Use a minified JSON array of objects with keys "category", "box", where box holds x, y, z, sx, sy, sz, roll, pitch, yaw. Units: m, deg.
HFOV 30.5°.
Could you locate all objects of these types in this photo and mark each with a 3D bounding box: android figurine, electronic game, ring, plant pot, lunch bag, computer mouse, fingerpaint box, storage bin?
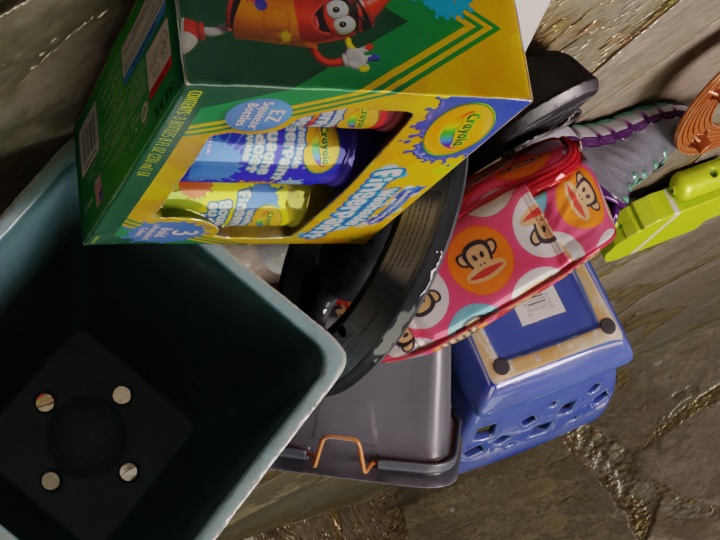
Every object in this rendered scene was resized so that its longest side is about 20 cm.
[{"category":"android figurine","box":[0.330,-0.063,1.426,0.197,0.042,0.182,-19,166,-17]},{"category":"electronic game","box":[0.004,-0.019,0.812,0.041,0.202,0.200,24,144,-21]},{"category":"ring","box":[0.336,-0.156,1.050,0.199,0.019,0.201,-31,161,-12]},{"category":"plant pot","box":[0.138,0.057,1.276,0.197,0.202,0.180,-17,159,-17]},{"category":"lunch bag","box":[0.079,-0.018,0.926,0.198,0.083,0.176,-29,-173,11]},{"category":"computer mouse","box":[0.089,-0.102,0.906,0.139,0.047,0.200,-28,178,4]},{"category":"fingerpaint box","box":[-0.038,-0.075,0.645,0.164,0.075,0.200,-1,162,-25]},{"category":"plant pot","box":[-0.156,0.084,0.775,0.196,0.196,0.200,-51,-179,-22]},{"category":"storage bin","box":[-0.007,0.095,1.140,0.197,0.136,0.146,5,-161,7]}]

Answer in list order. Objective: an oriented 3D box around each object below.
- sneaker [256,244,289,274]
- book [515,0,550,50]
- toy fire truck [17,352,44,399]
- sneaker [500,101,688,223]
[{"category":"sneaker","box":[0.000,0.000,1.049,0.075,0.090,0.199,-29,165,31]},{"category":"book","box":[0.034,-0.151,0.642,0.132,0.049,0.200,-14,166,-8]},{"category":"toy fire truck","box":[-0.253,0.078,0.958,0.168,0.112,0.200,-42,178,-30]},{"category":"sneaker","box":[0.208,-0.077,1.082,0.198,0.089,0.074,-15,165,-27]}]
